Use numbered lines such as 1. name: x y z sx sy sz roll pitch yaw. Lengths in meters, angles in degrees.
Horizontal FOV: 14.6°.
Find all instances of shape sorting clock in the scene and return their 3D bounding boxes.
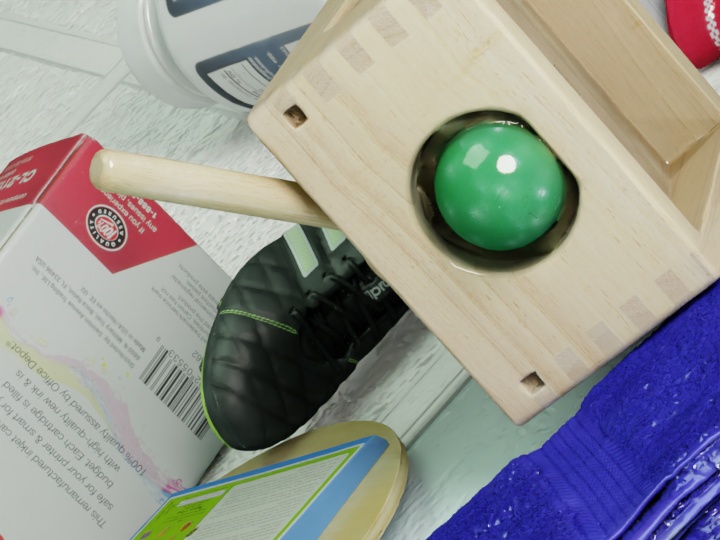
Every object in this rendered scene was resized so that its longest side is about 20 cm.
1. shape sorting clock: -0.061 0.132 1.149 0.199 0.039 0.200 -32 14 9

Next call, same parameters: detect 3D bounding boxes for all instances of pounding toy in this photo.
1. pounding toy: 0.030 -0.045 1.069 0.142 0.184 0.200 -38 10 24

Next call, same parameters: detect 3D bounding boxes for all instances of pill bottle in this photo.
1. pill bottle: -0.041 -0.150 1.511 0.200 0.120 0.120 -13 37 50

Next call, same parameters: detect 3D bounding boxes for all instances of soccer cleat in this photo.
1. soccer cleat: 0.000 0.000 1.242 0.081 0.068 0.200 -11 33 48

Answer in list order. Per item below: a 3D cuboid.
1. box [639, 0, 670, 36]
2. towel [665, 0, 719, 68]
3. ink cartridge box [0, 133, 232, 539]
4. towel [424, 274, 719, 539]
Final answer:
1. box: 0.115 -0.182 1.308 0.060 0.117 0.200 -25 27 46
2. towel: 0.195 -0.187 1.195 0.200 0.022 0.145 -31 56 47
3. ink cartridge box: -0.148 0.062 1.278 0.083 0.146 0.200 -11 38 54
4. towel: 0.099 0.070 0.979 0.200 0.050 0.148 -43 23 2
